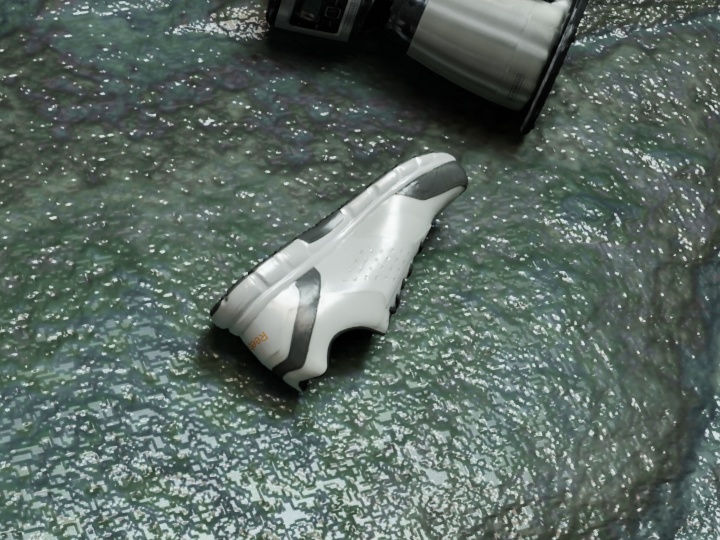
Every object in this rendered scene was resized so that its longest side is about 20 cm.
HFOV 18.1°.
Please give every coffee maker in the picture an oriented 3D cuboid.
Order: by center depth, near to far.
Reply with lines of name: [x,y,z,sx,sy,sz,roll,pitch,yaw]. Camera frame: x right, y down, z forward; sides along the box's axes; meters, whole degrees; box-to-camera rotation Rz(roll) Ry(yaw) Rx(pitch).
coffee maker: [0.053,-0.204,1.511,0.200,0.135,0.192,23,28,0]

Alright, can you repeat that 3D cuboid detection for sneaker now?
sneaker: [0.000,0.000,1.374,0.200,0.074,0.080,-39,86,-30]
